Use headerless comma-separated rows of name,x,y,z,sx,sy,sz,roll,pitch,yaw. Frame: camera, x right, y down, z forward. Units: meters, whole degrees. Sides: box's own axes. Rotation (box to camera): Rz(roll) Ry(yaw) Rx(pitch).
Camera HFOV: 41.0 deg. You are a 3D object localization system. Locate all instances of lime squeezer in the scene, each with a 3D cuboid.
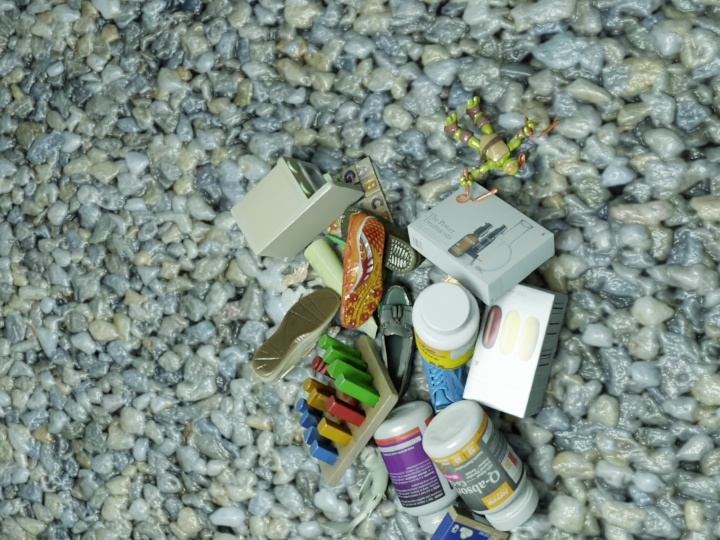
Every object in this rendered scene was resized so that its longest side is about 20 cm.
lime squeezer,0.009,-0.003,1.744,0.202,0.037,0.071,58,142,15

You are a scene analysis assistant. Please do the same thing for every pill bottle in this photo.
pill bottle,0.198,0.318,1.561,0.115,0.117,0.201,-32,108,20
pill bottle,0.139,0.087,1.564,0.107,0.200,0.112,-2,70,5
pill bottle,0.102,0.332,1.634,0.111,0.112,0.204,-20,95,23

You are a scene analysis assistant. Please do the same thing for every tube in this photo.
tube,-0.029,0.035,1.740,0.052,0.058,0.201,-43,74,25

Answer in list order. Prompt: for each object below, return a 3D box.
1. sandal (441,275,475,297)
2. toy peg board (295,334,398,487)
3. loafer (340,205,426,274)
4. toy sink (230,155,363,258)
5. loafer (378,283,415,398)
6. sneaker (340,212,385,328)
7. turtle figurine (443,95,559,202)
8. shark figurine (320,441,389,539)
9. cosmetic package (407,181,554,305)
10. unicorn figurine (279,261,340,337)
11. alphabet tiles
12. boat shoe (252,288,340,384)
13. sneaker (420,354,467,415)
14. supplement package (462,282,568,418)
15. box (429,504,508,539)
sandal,0.194,0.002,1.644,0.079,0.059,0.207,47,107,18
toy peg board,-0.050,0.224,1.671,0.201,0.097,0.201,-55,26,14
loafer,0.040,-0.051,1.709,0.199,0.067,0.077,38,114,37
toy sink,-0.115,-0.129,1.748,0.199,0.130,0.113,-40,72,21
loafer,0.067,0.125,1.690,0.070,0.063,0.205,0,91,0
sneaker,0.000,0.000,1.671,0.077,0.072,0.204,29,111,61
turtle figurine,0.227,-0.219,1.635,0.200,0.064,0.162,-42,67,4
shark figurine,0.008,0.377,1.724,0.089,0.126,0.218,44,126,45
cosmetic package,0.196,-0.050,1.578,0.150,0.052,0.199,-34,48,-21
unicorn figurine,-0.110,0.099,1.784,0.135,0.073,0.204,-19,66,30
alphabet tiles,-0.018,-0.081,1.775,0.165,0.008,0.203,-26,77,22
boat shoe,-0.109,0.118,1.711,0.072,0.065,0.200,36,76,26
sneaker,0.146,0.199,1.651,0.065,0.078,0.204,-25,77,24
supplement package,0.256,0.124,1.583,0.112,0.109,0.204,15,94,24
box,0.149,0.497,1.621,0.202,0.120,0.032,-58,28,13
